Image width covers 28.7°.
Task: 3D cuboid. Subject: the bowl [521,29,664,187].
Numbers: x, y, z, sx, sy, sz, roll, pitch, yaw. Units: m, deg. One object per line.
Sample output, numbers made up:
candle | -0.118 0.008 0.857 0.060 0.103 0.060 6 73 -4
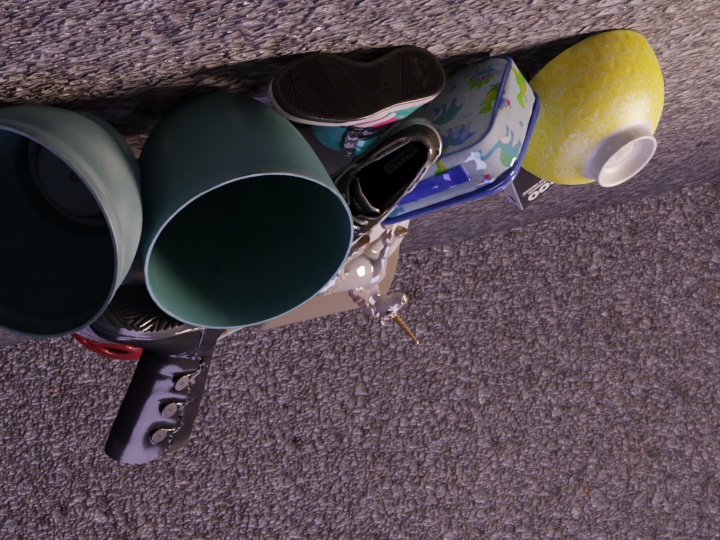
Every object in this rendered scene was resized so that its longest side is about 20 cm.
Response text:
bowl | 0.269 -0.160 1.578 0.199 0.108 0.201 -25 151 -15

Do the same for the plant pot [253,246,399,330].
plant pot | -0.054 -0.061 1.861 0.198 0.201 0.177 -12 164 -25

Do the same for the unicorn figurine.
unicorn figurine | 0.000 0.000 1.580 0.199 0.074 0.138 7 128 -32

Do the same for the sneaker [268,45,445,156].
sneaker | -0.025 -0.160 1.360 0.199 0.084 0.121 -12 166 -38

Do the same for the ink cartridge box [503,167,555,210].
ink cartridge box | 0.260 -0.162 1.755 0.198 0.043 0.200 -39 161 1

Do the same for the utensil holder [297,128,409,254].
utensil holder | -0.063 -0.082 1.623 0.169 0.171 0.199 -17 172 35

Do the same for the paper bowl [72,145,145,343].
paper bowl | -0.239 -0.034 1.431 0.104 0.202 0.200 -18 174 37

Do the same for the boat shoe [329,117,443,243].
boat shoe | 0.000 -0.077 1.425 0.200 0.071 0.064 -43 -172 23

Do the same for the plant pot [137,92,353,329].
plant pot | -0.125 -0.071 1.338 0.199 0.162 0.201 -14 139 -12

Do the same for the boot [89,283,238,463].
boot | -0.220 0.107 1.400 0.164 0.066 0.201 -1 133 -36

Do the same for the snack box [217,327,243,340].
snack box | -0.175 0.038 1.553 0.116 0.037 0.200 -26 -164 -12

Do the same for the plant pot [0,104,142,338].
plant pot | -0.272 -0.062 1.232 0.199 0.201 0.134 -17 -158 28

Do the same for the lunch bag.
lunch bag | 0.087 -0.135 1.508 0.199 0.083 0.161 -18 -144 35

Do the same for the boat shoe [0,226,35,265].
boat shoe | -0.375 -0.051 1.363 0.066 0.072 0.201 18 -168 -38

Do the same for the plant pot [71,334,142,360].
plant pot | -0.281 -0.002 1.736 0.199 0.202 0.183 -13 170 -15
